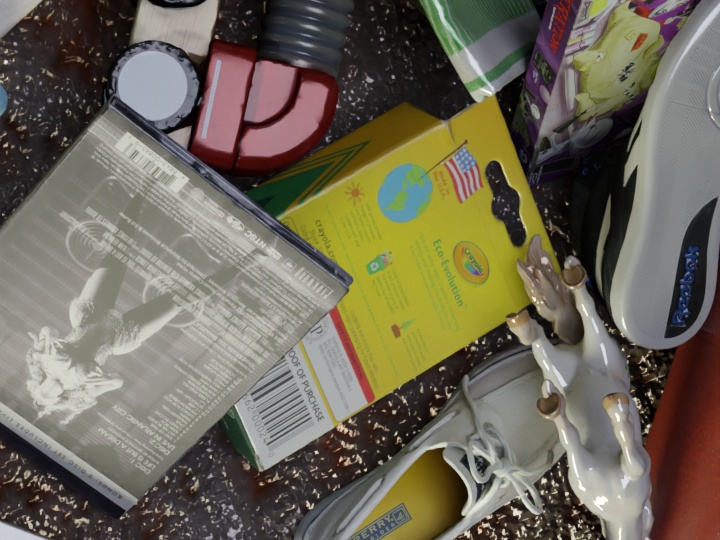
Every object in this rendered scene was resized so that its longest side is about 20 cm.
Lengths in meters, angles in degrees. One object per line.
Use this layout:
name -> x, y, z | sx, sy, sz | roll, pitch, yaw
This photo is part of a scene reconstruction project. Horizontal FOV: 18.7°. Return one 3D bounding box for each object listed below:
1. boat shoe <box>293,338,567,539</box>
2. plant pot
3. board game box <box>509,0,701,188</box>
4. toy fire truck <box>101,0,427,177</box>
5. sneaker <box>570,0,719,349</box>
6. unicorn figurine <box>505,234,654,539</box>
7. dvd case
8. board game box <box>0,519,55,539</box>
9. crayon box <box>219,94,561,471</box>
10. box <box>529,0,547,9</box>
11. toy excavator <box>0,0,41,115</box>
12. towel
boat shoe -> 0.057, 0.106, 1.176 | 0.202, 0.086, 0.075 | -33, 100, -15
plant pot -> 0.235, 0.109, 1.189 | 0.200, 0.201, 0.196 | 23, 92, -17
board game box -> 0.146, -0.120, 1.152 | 0.120, 0.200, 0.032 | -25, 67, -18
toy fire truck -> -0.024, -0.128, 1.143 | 0.199, 0.129, 0.177 | 12, 87, -8
sneaker -> 0.157, -0.069, 1.156 | 0.073, 0.112, 0.201 | 11, 106, -21
unicorn figurine -> 0.118, 0.088, 1.129 | 0.074, 0.137, 0.200 | -4, 52, 19
dvd case -> -0.122, 0.024, 1.091 | 0.149, 0.016, 0.200 | 37, 119, -14
board game box -> -0.166, 0.209, 1.132 | 0.200, 0.034, 0.135 | 23, 83, -17
crayon box -> 0.000, 0.000, 1.158 | 0.200, 0.051, 0.127 | -30, 117, -15
box -> 0.183, -0.231, 1.236 | 0.199, 0.044, 0.161 | -4, 91, -18
toy excavator -> -0.202, -0.100, 1.075 | 0.200, 0.195, 0.100 | -37, 102, 14
towel -> 0.038, -0.190, 1.134 | 0.023, 0.153, 0.200 | -21, 98, 20
